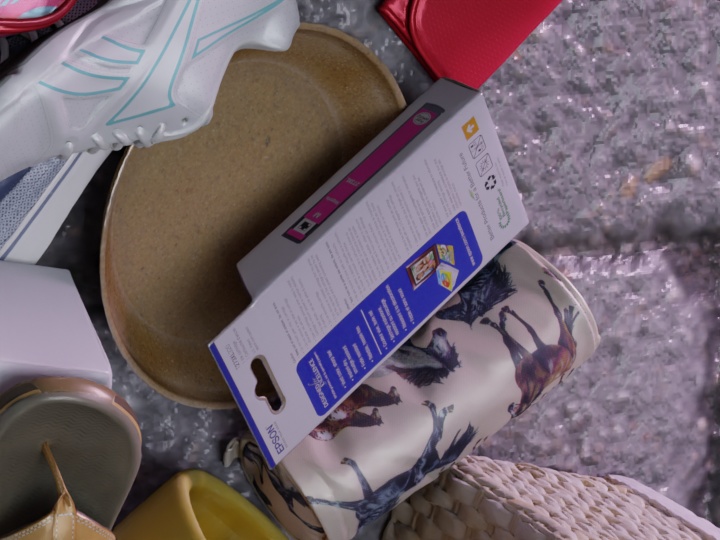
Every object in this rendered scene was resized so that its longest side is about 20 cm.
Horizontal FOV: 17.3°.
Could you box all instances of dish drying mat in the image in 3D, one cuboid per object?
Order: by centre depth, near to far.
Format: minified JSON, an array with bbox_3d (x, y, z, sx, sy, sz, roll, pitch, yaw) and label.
[{"bbox_3d":[0.098,-0.182,1.249,0.200,0.018,0.077,-47,121,-9],"label":"dish drying mat"}]

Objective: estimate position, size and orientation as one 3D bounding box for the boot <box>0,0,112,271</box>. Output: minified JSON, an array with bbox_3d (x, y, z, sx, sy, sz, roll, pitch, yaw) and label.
[{"bbox_3d":[-0.155,-0.091,1.105,0.090,0.073,0.201,31,89,-37],"label":"boot"}]

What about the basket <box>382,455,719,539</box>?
[{"bbox_3d":[0.106,0.218,1.269,0.160,0.200,0.199,14,97,-29],"label":"basket"}]

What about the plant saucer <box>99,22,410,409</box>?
[{"bbox_3d":[-0.057,-0.031,1.180,0.199,0.035,0.201,-20,123,-36],"label":"plant saucer"}]

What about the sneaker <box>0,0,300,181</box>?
[{"bbox_3d":[-0.110,-0.082,1.056,0.200,0.070,0.080,-39,105,-10],"label":"sneaker"}]

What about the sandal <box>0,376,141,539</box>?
[{"bbox_3d":[-0.147,0.131,1.078,0.080,0.054,0.201,5,126,-28],"label":"sandal"}]

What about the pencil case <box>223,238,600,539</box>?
[{"bbox_3d":[0.026,0.065,1.251,0.200,0.089,0.078,-36,147,-14],"label":"pencil case"}]

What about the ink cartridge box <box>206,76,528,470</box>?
[{"bbox_3d":[0.000,0.000,1.198,0.200,0.037,0.095,-45,135,-22],"label":"ink cartridge box"}]

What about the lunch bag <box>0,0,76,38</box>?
[{"bbox_3d":[-0.218,-0.169,1.027,0.199,0.082,0.177,2,93,-22],"label":"lunch bag"}]

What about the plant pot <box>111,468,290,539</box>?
[{"bbox_3d":[-0.093,0.235,1.180,0.189,0.201,0.201,-41,121,7],"label":"plant pot"}]

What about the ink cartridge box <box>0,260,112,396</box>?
[{"bbox_3d":[-0.234,0.067,1.079,0.199,0.084,0.146,8,124,-31],"label":"ink cartridge box"}]
